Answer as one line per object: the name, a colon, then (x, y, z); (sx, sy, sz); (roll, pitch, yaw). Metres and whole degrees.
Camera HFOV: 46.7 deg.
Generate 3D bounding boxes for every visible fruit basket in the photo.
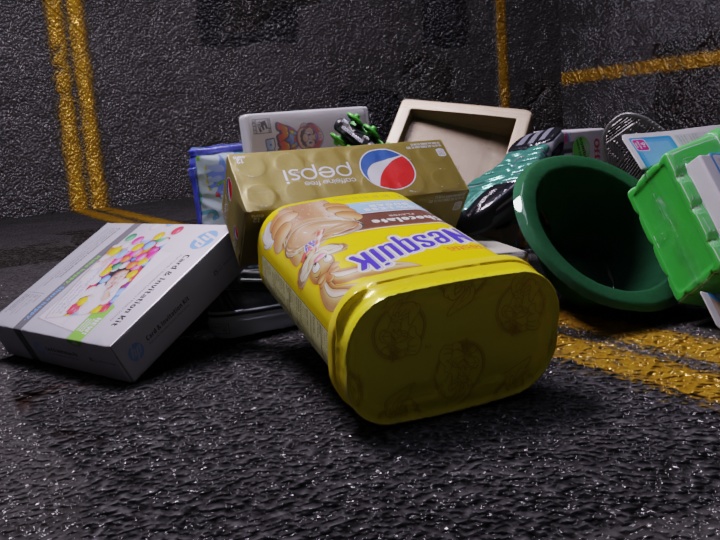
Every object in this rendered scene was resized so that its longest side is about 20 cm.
fruit basket: (0.334, -0.050, 0.689); (0.196, 0.188, 0.094); (-9, -25, -15)

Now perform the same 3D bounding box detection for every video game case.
video game case: (-0.056, -0.099, 1.050); (0.180, 0.204, 0.024); (-11, 6, -33)

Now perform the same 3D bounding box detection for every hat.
hat: (0.190, 0.012, 0.770); (0.197, 0.168, 0.177); (-3, -34, -26)

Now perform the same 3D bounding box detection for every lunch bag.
lunch bag: (-0.125, -0.085, 1.094); (0.197, 0.173, 0.127); (-14, 12, -35)

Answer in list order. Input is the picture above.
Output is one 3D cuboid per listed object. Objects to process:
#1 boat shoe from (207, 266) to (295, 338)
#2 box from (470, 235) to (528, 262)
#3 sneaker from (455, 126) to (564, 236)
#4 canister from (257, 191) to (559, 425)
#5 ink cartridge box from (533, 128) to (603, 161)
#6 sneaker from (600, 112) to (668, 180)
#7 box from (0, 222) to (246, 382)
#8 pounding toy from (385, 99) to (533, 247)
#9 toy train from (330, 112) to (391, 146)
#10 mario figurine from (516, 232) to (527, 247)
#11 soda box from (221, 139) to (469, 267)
boat shoe: (-0.058, 0.011, 0.797); (0.071, 0.072, 0.198); (4, 13, 44)
box: (0.083, 0.006, 0.766); (0.081, 0.070, 0.200); (-6, 10, -8)
sneaker: (0.161, -0.066, 0.814); (0.074, 0.089, 0.200); (-7, 24, 43)
canister: (0.020, 0.012, 0.578); (0.146, 0.088, 0.200); (-9, 23, -21)
ink cartridge box: (0.251, -0.132, 1.258); (0.197, 0.150, 0.145); (-11, 11, -31)
sneaker: (0.321, -0.066, 0.822); (0.083, 0.202, 0.120); (-40, -23, 20)
box: (-0.212, 0.019, 0.730); (0.198, 0.042, 0.156); (5, 41, 40)
pounding toy: (0.094, -0.099, 0.973); (0.197, 0.186, 0.143); (10, -31, 21)
toy train: (0.040, -0.102, 0.865); (0.200, 0.042, 0.056); (43, 2, 36)
mario figurine: (0.126, -0.080, 1.110); (0.196, 0.108, 0.124); (3, -35, 5)
soda box: (-0.014, -0.059, 0.702); (0.196, 0.065, 0.068); (-8, 51, -21)
